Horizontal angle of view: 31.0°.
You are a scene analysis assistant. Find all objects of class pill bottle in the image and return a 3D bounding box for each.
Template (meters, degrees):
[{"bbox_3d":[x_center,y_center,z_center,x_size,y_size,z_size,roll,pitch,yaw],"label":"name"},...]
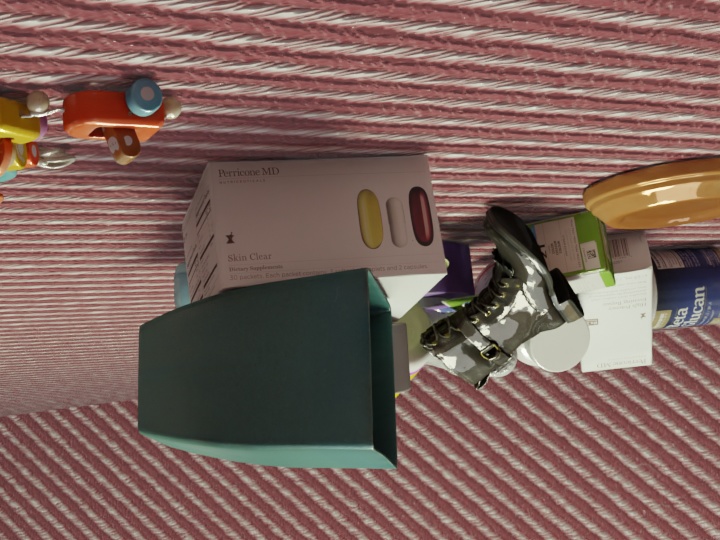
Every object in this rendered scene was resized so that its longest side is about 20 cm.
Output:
[{"bbox_3d":[0.224,0.059,1.699,0.107,0.110,0.200,-4,-163,-13],"label":"pill bottle"},{"bbox_3d":[0.005,0.117,1.557,0.103,0.105,0.200,-2,148,-27],"label":"pill bottle"},{"bbox_3d":[0.425,0.027,1.846,0.197,0.113,0.111,-4,171,-14],"label":"pill bottle"}]

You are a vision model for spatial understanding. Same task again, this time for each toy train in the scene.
[{"bbox_3d":[-0.217,-0.078,0.889,0.149,0.056,0.199,0,169,-34],"label":"toy train"}]

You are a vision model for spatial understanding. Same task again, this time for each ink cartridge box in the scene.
[{"bbox_3d":[0.198,-0.006,1.553,0.197,0.077,0.148,-11,170,12],"label":"ink cartridge box"}]

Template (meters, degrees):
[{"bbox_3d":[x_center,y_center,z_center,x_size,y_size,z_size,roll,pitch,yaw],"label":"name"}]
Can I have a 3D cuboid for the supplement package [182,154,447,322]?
[{"bbox_3d":[-0.046,-0.021,1.148,0.197,0.112,0.156,-4,163,-18],"label":"supplement package"}]

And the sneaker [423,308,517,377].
[{"bbox_3d":[0.122,0.089,1.605,0.198,0.076,0.114,12,178,35],"label":"sneaker"}]

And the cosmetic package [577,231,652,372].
[{"bbox_3d":[0.334,0.044,1.721,0.100,0.075,0.201,-7,136,8],"label":"cosmetic package"}]

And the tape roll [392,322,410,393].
[{"bbox_3d":[-0.051,0.089,1.252,0.197,0.067,0.200,-4,178,0],"label":"tape roll"}]

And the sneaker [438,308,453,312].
[{"bbox_3d":[0.051,0.046,1.806,0.197,0.082,0.115,-10,173,32],"label":"sneaker"}]

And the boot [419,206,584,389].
[{"bbox_3d":[0.138,0.040,1.439,0.173,0.070,0.200,-32,123,15],"label":"boot"}]

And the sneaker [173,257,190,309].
[{"bbox_3d":[-0.143,-0.006,1.387,0.073,0.083,0.200,0,-163,12],"label":"sneaker"}]

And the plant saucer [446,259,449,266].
[{"bbox_3d":[0.000,0.000,1.457,0.197,0.031,0.200,-12,166,-3],"label":"plant saucer"}]

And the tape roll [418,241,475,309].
[{"bbox_3d":[0.045,0.014,1.651,0.197,0.067,0.200,-5,172,-1],"label":"tape roll"}]

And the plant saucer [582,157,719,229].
[{"bbox_3d":[0.333,-0.076,1.360,0.197,0.038,0.200,-6,171,-1],"label":"plant saucer"}]

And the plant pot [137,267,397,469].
[{"bbox_3d":[-0.077,0.089,1.074,0.197,0.143,0.141,-3,165,8],"label":"plant pot"}]
